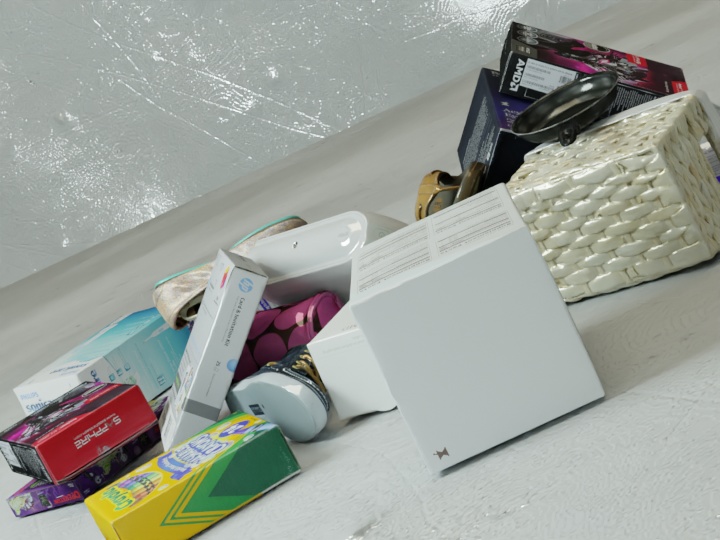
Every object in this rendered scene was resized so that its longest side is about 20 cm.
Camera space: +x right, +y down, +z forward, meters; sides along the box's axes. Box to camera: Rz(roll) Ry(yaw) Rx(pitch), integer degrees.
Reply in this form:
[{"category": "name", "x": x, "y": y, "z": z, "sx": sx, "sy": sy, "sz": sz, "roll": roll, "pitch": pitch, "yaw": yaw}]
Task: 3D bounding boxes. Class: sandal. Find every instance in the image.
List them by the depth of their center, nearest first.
[{"category": "sandal", "x": 0.081, "y": -0.074, "z": 1.644, "sx": 0.200, "sy": 0.054, "sz": 0.082, "roll": -161, "pitch": 90, "yaw": -82}]

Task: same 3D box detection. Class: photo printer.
[{"category": "photo printer", "x": 0.000, "y": 0.000, "z": 1.738, "sx": 0.200, "sy": 0.070, "sz": 0.166, "roll": -15, "pitch": -29, "yaw": 43}]

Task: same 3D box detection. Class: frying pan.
[{"category": "frying pan", "x": 0.208, "y": -0.149, "z": 1.527, "sx": 0.115, "sy": 0.031, "sz": 0.190, "roll": -33, "pitch": 18, "yaw": -7}]

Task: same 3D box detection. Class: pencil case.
[{"category": "pencil case", "x": -0.094, "y": 0.076, "z": 1.741, "sx": 0.200, "sy": 0.091, "sz": 0.094, "roll": -13, "pitch": 37, "yaw": 40}]

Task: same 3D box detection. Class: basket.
[{"category": "basket", "x": 0.241, "y": -0.061, "z": 1.501, "sx": 0.200, "sy": 0.136, "sz": 0.123, "roll": -19, "pitch": 17, "yaw": 39}]

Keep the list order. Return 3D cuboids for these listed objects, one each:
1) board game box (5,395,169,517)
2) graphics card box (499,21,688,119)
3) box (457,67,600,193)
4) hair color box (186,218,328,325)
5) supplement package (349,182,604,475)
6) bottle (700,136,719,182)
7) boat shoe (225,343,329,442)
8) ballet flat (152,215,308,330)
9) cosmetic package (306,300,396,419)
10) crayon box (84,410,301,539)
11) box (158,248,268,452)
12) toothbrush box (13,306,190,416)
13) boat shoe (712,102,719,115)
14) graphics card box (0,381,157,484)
[{"category": "board game box", "x": -0.282, "y": 0.200, "z": 1.781, "sx": 0.120, "sy": 0.032, "sz": 0.200, "roll": -14, "pitch": 16, "yaw": 38}, {"category": "graphics card box", "x": 0.247, "y": -0.202, "z": 1.724, "sx": 0.200, "sy": 0.051, "sz": 0.126, "roll": 15, "pitch": 25, "yaw": 0}, {"category": "box", "x": 0.190, "y": -0.121, "z": 1.704, "sx": 0.148, "sy": 0.105, "sz": 0.200, "roll": 11, "pitch": 25, "yaw": -8}, {"category": "hair color box", "x": -0.096, "y": 0.030, "z": 1.897, "sx": 0.200, "sy": 0.109, "sz": 0.065, "roll": -26, "pitch": 49, "yaw": 7}, {"category": "supplement package", "x": 0.089, "y": 0.041, "z": 1.319, "sx": 0.150, "sy": 0.152, "sz": 0.200, "roll": -25, "pitch": 11, "yaw": 5}, {"category": "bottle", "x": 0.387, "y": -0.126, "z": 1.629, "sx": 0.200, "sy": 0.065, "sz": 0.084, "roll": -23, "pitch": 16, "yaw": 19}, {"category": "boat shoe", "x": -0.060, "y": 0.109, "z": 1.559, "sx": 0.091, "sy": 0.071, "sz": 0.200, "roll": -35, "pitch": 11, "yaw": -22}, {"category": "ballet flat", "x": -0.138, "y": 0.010, "z": 1.825, "sx": 0.200, "sy": 0.067, "sz": 0.068, "roll": -28, "pitch": -26, "yaw": 14}, {"category": "cosmetic package", "x": 0.044, "y": 0.055, "z": 1.545, "sx": 0.107, "sy": 0.085, "sz": 0.200, "roll": -18, "pitch": 13, "yaw": 26}, {"category": "crayon box", "x": -0.164, "y": 0.199, "z": 1.444, "sx": 0.200, "sy": 0.052, "sz": 0.126, "roll": -31, "pitch": 11, "yaw": -17}, {"category": "box", "x": -0.153, "y": 0.084, "z": 1.655, "sx": 0.156, "sy": 0.041, "sz": 0.200, "roll": -147, "pitch": 75, "yaw": -78}, {"category": "toothbrush box", "x": -0.308, "y": 0.126, "z": 2.030, "sx": 0.146, "sy": 0.085, "sz": 0.200, "roll": -15, "pitch": 15, "yaw": 45}, {"category": "boat shoe", "x": 0.381, "y": -0.149, "z": 1.731, "sx": 0.201, "sy": 0.072, "sz": 0.070, "roll": -29, "pitch": 11, "yaw": -8}, {"category": "graphics card box", "x": -0.306, "y": 0.170, "z": 1.733, "sx": 0.125, "sy": 0.051, "sz": 0.200, "roll": -32, "pitch": 10, "yaw": -22}]
